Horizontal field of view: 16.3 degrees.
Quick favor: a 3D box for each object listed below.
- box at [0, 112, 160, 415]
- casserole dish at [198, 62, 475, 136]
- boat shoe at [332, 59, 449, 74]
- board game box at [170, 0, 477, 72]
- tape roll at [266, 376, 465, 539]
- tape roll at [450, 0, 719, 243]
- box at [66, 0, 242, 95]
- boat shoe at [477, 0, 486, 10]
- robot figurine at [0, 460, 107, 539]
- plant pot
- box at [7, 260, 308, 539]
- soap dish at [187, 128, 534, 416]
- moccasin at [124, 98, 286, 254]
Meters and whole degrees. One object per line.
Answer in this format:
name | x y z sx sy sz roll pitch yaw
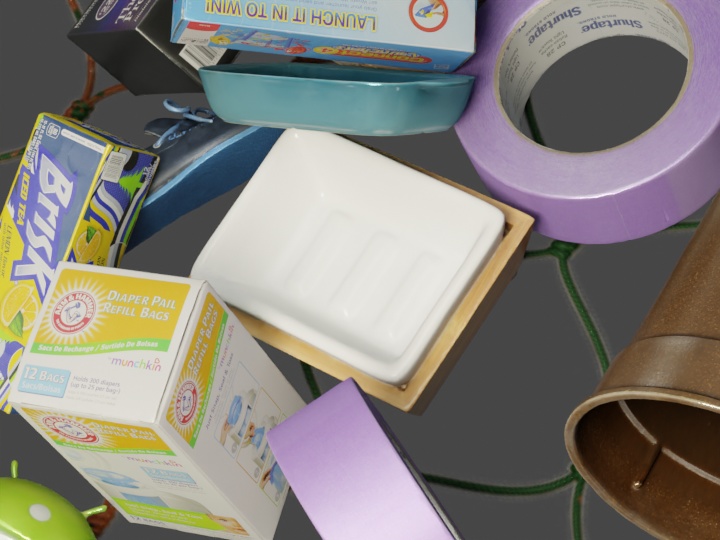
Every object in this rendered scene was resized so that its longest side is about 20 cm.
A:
box | -0.215 -0.003 1.741 0.070 0.064 0.200 25 96 29
casserole dish | -0.017 -0.115 1.681 0.200 0.121 0.039 9 101 37
boat shoe | -0.017 -0.177 1.736 0.074 0.200 0.069 -61 16 14
board game box | -0.021 -0.242 1.675 0.200 0.056 0.196 6 79 -12
tape roll | 0.024 0.164 1.521 0.066 0.200 0.200 -34 56 -1
tape roll | 0.164 -0.121 1.700 0.200 0.066 0.200 -9 60 15
box | -0.107 -0.227 1.823 0.200 0.079 0.141 -56 21 -14
boat shoe | 0.108 -0.231 1.788 0.200 0.068 0.072 -26 57 5
robot figurine | -0.246 0.223 1.639 0.175 0.116 0.200 23 71 20
plant pot | 0.253 0.054 1.515 0.200 0.200 0.198 14 60 26
box | -0.125 0.087 1.619 0.112 0.200 0.101 7 65 24
soap dish | 0.000 0.000 1.693 0.200 0.081 0.157 25 73 30
moccasin | -0.135 -0.082 1.786 0.200 0.080 0.068 -30 68 1
